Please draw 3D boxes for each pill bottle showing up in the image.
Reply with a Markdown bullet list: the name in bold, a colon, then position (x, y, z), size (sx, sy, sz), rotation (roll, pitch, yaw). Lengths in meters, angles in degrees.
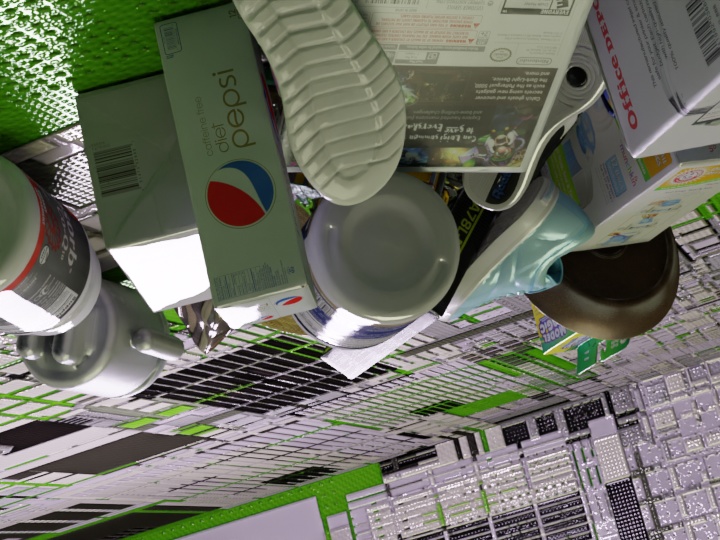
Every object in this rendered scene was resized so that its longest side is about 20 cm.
- **pill bottle**: position (0.000, 0.000, 1.165), size (0.110, 0.112, 0.200), rotation (-11, 172, -13)
- **pill bottle**: position (-0.277, -0.014, 1.201), size (0.115, 0.117, 0.200), rotation (-15, 166, 4)

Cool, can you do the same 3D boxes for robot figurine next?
- **robot figurine**: position (-0.260, 0.066, 1.517), size (0.168, 0.114, 0.200), rotation (10, 174, 21)

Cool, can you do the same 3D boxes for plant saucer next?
- **plant saucer**: position (0.225, -0.031, 1.471), size (0.198, 0.202, 0.032), rotation (-7, 157, -26)

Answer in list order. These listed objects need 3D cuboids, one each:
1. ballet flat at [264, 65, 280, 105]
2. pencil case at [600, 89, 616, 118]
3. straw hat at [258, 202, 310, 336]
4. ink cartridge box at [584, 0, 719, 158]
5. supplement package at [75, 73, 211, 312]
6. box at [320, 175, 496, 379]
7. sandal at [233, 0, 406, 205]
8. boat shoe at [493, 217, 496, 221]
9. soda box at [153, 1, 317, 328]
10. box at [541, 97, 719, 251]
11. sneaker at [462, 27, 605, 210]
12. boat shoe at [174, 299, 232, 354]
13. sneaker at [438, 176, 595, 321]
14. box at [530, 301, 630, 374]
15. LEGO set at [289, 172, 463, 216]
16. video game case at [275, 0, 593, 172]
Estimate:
- **ballet flat**: position (0.027, -0.139, 1.102), size (0.198, 0.073, 0.068), rotation (-20, -150, 4)
- **pencil case**: position (0.288, -0.170, 1.242), size (0.198, 0.078, 0.087), rotation (-12, 140, -5)
- **straw hat**: position (-0.084, -0.022, 1.410), size (0.199, 0.086, 0.201), rotation (17, 157, 7)
- **ink cartridge box**: position (0.233, -0.182, 1.016), size (0.083, 0.147, 0.200), rotation (-10, 166, -19)
- **supplement package**: position (-0.130, -0.057, 1.168), size (0.119, 0.122, 0.200), rotation (-14, 165, -1)
- **box**: position (0.056, -0.009, 1.450), size (0.047, 0.194, 0.200), rotation (33, 149, -10)
- **sandal**: position (-0.025, -0.135, 0.980), size (0.082, 0.050, 0.204), rotation (-26, 125, -6)
- **boat shoe**: position (0.131, -0.043, 1.560), size (0.071, 0.072, 0.200), rotation (-38, -164, -17)
- **soda box**: position (-0.082, -0.069, 1.012), size (0.063, 0.202, 0.068), rotation (-13, 165, 2)
- **box**: position (0.256, -0.108, 1.378), size (0.100, 0.114, 0.200), rotation (-7, 163, -26)
- **sneaker**: position (0.152, -0.150, 1.238), size (0.201, 0.073, 0.112), rotation (-56, 179, 34)
- **boat shoe**: position (-0.132, 0.017, 1.353), size (0.074, 0.073, 0.200), rotation (-43, 176, -18)
- **sneaker**: position (0.137, 0.002, 1.392), size (0.200, 0.082, 0.074), rotation (-46, -169, 47)
- **box**: position (0.210, -0.002, 1.555), size (0.048, 0.202, 0.117), rotation (-8, 164, -24)
- **LEGO set**: position (0.019, -0.094, 1.280), size (0.152, 0.117, 0.200), rotation (12, 170, 19)
- **video game case**: position (0.047, -0.139, 1.051), size (0.198, 0.023, 0.183), rotation (-1, 137, -18)
